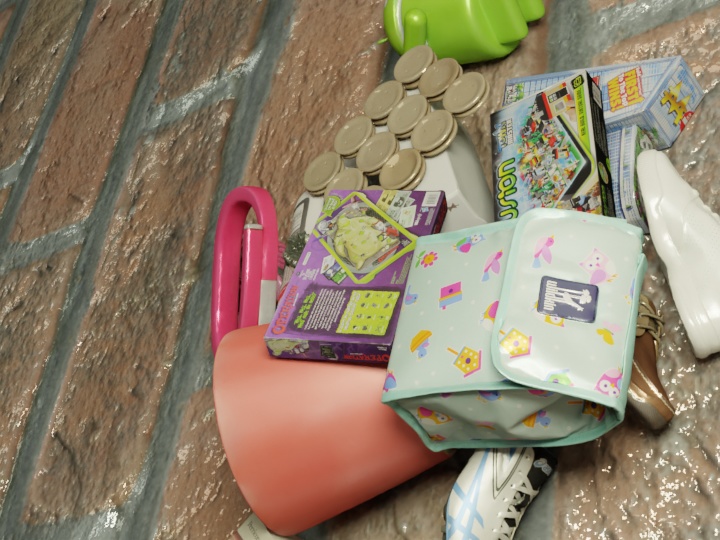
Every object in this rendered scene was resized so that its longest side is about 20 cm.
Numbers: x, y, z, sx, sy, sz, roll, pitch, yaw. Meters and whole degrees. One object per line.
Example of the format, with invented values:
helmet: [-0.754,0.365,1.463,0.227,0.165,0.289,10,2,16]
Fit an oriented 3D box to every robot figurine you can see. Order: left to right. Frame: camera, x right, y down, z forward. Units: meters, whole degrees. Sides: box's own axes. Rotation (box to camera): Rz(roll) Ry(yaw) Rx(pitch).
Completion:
robot figurine: [0.109,-0.295,1.388,0.198,0.116,0.176,0,42,45]

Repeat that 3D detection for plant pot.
plant pot: [-0.014,0.124,1.112,0.175,0.201,0.202,-19,46,15]

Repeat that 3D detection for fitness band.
fitness band: [-0.128,0.010,1.298,0.143,0.037,0.203,174,100,-67]

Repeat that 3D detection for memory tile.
memory tile: [0.035,-0.136,1.232,0.200,0.017,0.153,-49,38,-2]

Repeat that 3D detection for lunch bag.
lunch bag: [0.131,0.048,0.977,0.198,0.122,0.172,-11,50,36]

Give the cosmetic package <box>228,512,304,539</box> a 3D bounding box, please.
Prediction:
cosmetic package: [-0.118,0.334,1.102,0.200,0.087,0.103,-48,38,0]

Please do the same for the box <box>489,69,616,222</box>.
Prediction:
box: [0.176,-0.085,1.119,0.109,0.035,0.202,-23,45,28]

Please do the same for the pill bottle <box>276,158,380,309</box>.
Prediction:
pill bottle: [-0.023,-0.022,1.290,0.110,0.111,0.202,-18,48,32]

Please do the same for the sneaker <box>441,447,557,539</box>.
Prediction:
sneaker: [0.122,0.182,1.021,0.072,0.072,0.202,5,65,36]

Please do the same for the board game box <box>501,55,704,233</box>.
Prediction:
board game box: [0.229,-0.123,1.178,0.198,0.062,0.202,-16,49,35]

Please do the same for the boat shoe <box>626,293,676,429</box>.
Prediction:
boat shoe: [0.222,0.048,1.036,0.071,0.076,0.201,-35,42,11]

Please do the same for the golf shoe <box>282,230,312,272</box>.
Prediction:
golf shoe: [0.017,0.021,1.166,0.197,0.089,0.078,16,42,9]

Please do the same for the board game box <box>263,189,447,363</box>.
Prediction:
board game box: [0.000,0.000,1.089,0.118,0.033,0.201,5,45,18]

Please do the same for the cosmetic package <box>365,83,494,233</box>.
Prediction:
cosmetic package: [0.078,-0.093,1.255,0.081,0.113,0.202,-31,40,19]

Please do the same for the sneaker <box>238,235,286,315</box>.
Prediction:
sneaker: [-0.119,0.017,1.388,0.096,0.078,0.200,-57,33,15]

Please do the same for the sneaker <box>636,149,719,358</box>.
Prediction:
sneaker: [0.296,-0.025,1.035,0.087,0.075,0.202,-20,57,14]
